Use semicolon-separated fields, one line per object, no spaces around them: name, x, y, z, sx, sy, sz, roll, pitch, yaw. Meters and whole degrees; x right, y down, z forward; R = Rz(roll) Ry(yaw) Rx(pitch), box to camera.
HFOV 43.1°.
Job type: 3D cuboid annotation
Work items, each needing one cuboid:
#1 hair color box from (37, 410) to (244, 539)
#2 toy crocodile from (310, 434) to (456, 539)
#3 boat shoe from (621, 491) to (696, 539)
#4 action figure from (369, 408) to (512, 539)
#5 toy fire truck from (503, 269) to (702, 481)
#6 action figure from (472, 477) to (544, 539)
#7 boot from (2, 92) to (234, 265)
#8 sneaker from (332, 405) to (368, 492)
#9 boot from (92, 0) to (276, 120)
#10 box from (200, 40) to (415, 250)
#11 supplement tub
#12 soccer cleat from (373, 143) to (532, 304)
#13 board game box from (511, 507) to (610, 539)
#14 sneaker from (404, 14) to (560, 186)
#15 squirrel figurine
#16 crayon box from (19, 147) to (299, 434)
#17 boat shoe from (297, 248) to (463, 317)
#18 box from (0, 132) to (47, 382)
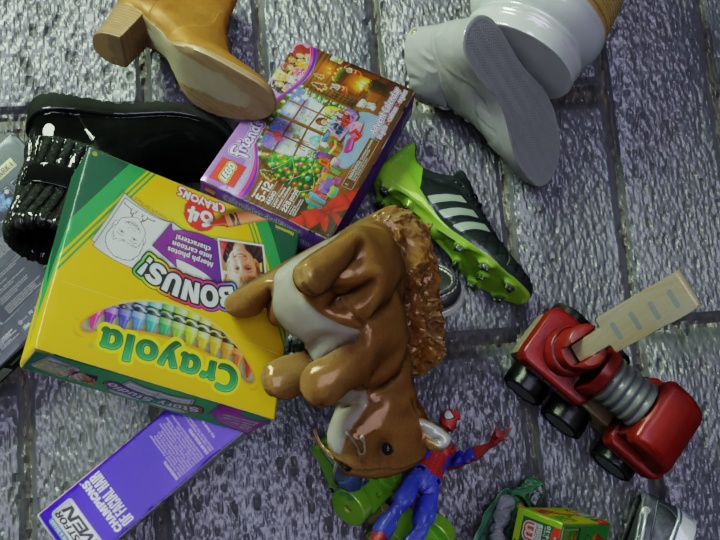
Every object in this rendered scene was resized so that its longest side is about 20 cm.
hair color box;-0.180;0.172;0.817;0.199;0.109;0.065;-41;87;-12
toy crocodile;0.025;0.236;0.856;0.201;0.062;0.067;48;43;3
boat shoe;0.247;0.309;0.859;0.067;0.072;0.203;27;81;4
action figure;0.069;0.187;0.814;0.065;0.099;0.201;38;41;-7
toy fire truck;0.246;0.093;0.831;0.175;0.200;0.129;40;79;2
action figure;0.122;0.278;0.840;0.119;0.054;0.202;55;54;-38
boot;-0.212;-0.074;0.834;0.206;0.080;0.160;2;52;-16
sneaker;-0.006;0.110;0.854;0.083;0.078;0.203;11;52;7
boot;-0.145;-0.233;0.886;0.198;0.071;0.145;22;52;9
box;-0.047;-0.120;0.877;0.135;0.039;0.202;23;59;9
supplement tub;0.198;-0.294;0.923;0.143;0.145;0.203;27;78;-1
soccer cleat;0.102;-0.048;0.912;0.199;0.068;0.081;40;66;2
board game box;0.163;0.320;0.818;0.047;0.101;0.205;10;86;40
sneaker;0.122;-0.172;0.930;0.074;0.115;0.201;-49;124;-19
squirrel figurine;0.016;0.059;0.736;0.199;0.140;0.189;-33;97;-42
crayon box;-0.154;0.020;0.746;0.197;0.058;0.176;21;57;-26
boat shoe;0.000;0.000;0.861;0.196;0.061;0.074;10;42;16
box;-0.344;-0.003;0.860;0.158;0.051;0.200;44;79;2
